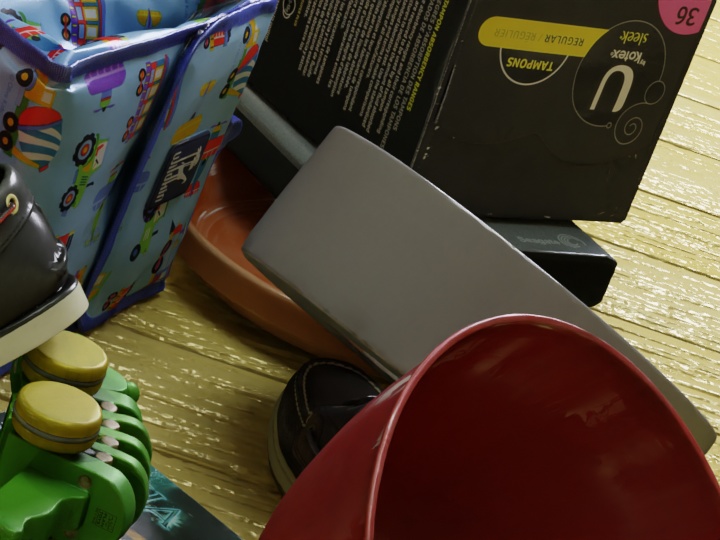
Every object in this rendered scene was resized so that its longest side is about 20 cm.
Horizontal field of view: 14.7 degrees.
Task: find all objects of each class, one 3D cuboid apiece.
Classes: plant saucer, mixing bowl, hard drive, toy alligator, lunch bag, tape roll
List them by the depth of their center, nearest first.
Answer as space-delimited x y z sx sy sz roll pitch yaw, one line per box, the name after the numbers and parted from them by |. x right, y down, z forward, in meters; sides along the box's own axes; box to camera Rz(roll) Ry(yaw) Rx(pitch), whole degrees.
0.032 0.123 0.911 0.108 0.201 0.200 -18 -6 40 | mixing bowl
-0.100 0.053 0.997 0.054 0.060 0.200 16 22 -9 | toy alligator
0.047 0.030 1.128 0.200 0.066 0.200 38 -3 2 | tape roll
-0.118 -0.050 1.172 0.094 0.151 0.200 32 25 24 | lunch bag
0.000 0.000 1.319 0.199 0.032 0.200 17 22 -7 | plant saucer
0.014 -0.045 1.350 0.139 0.033 0.200 4 28 -36 | hard drive

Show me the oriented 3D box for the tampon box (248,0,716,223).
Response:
0.040 -0.126 1.345 0.149 0.127 0.200 1 30 -39 | tampon box

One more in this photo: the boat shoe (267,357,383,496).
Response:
0.012 0.082 1.098 0.073 0.065 0.200 12 24 -21 | boat shoe

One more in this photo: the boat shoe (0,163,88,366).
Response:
-0.187 0.033 0.941 0.201 0.063 0.074 -34 20 -25 | boat shoe

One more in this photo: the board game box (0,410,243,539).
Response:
-0.090 0.114 0.984 0.200 0.028 0.135 35 26 32 | board game box
